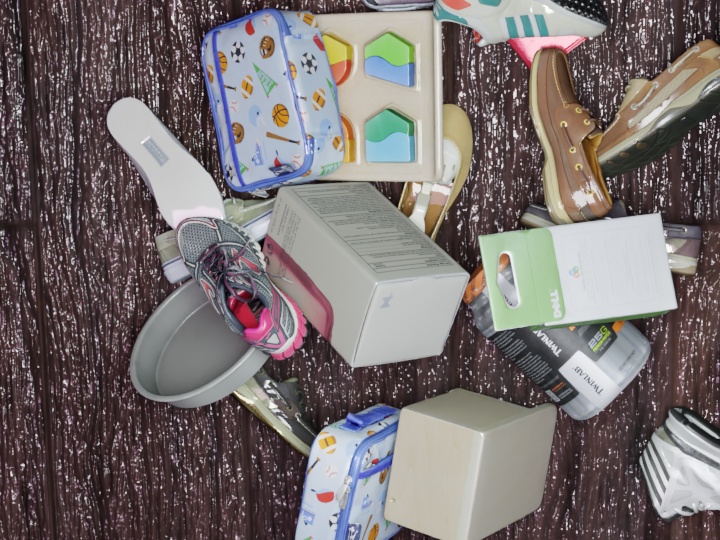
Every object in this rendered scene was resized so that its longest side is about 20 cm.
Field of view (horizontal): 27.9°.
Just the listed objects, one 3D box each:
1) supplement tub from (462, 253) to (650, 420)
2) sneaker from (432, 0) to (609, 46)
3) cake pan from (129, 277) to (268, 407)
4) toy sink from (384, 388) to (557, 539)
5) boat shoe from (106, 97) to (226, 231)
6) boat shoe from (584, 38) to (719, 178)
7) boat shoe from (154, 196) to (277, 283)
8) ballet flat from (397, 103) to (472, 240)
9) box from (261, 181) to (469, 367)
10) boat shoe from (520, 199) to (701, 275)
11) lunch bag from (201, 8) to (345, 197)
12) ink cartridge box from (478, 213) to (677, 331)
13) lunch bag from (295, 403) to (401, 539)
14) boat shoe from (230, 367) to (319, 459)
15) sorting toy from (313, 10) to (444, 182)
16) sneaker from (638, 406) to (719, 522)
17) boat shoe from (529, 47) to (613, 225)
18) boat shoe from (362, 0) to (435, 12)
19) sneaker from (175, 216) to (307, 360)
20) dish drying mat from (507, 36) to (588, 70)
[{"bbox_3d":[0.211,0.058,1.604,0.200,0.123,0.123,43,103,-1],"label":"supplement tub"},{"bbox_3d":[0.168,-0.279,1.553,0.200,0.070,0.093,10,142,-29],"label":"sneaker"},{"bbox_3d":[-0.169,0.076,1.641,0.200,0.200,0.037,-29,127,12],"label":"cake pan"},{"bbox_3d":[0.123,0.211,1.628,0.112,0.200,0.130,15,103,29],"label":"toy sink"},{"bbox_3d":[-0.217,-0.108,1.654,0.072,0.069,0.200,-44,78,1],"label":"boat shoe"},{"bbox_3d":[0.321,-0.175,1.580,0.200,0.076,0.074,-35,65,21],"label":"boat shoe"},{"bbox_3d":[-0.149,-0.051,1.667,0.200,0.072,0.062,-26,91,13],"label":"boat shoe"},{"bbox_3d":[0.079,-0.088,1.629,0.069,0.063,0.200,17,101,3],"label":"ballet flat"},{"bbox_3d":[0.000,0.000,1.566,0.200,0.128,0.109,46,129,41],"label":"box"},{"bbox_3d":[0.279,-0.047,1.606,0.200,0.072,0.065,16,87,10],"label":"boat shoe"},{"bbox_3d":[-0.102,-0.182,1.605,0.160,0.076,0.200,-9,90,43],"label":"lunch bag"},{"bbox_3d":[0.222,0.006,1.521,0.200,0.059,0.104,-7,82,-10],"label":"ink cartridge box"},{"bbox_3d":[0.003,0.231,1.617,0.076,0.200,0.160,18,104,22],"label":"lunch bag"},{"bbox_3d":[-0.096,0.149,1.691,0.201,0.072,0.066,41,83,-2],"label":"boat shoe"},{"bbox_3d":[0.000,-0.191,1.603,0.200,0.036,0.185,3,100,29],"label":"sorting toy"},{"bbox_3d":[0.404,0.254,1.643,0.200,0.076,0.115,37,112,9],"label":"sneaker"},{"bbox_3d":[0.229,-0.146,1.560,0.068,0.072,0.200,-14,78,30],"label":"boat shoe"},{"bbox_3d":[0.096,-0.322,1.569,0.200,0.068,0.072,-9,102,17],"label":"boat shoe"},{"bbox_3d":[-0.134,0.007,1.549,0.081,0.075,0.200,-49,60,7],"label":"sneaker"},{"bbox_3d":[0.163,-0.314,1.602,0.077,0.018,0.200,-38,94,15],"label":"dish drying mat"}]
